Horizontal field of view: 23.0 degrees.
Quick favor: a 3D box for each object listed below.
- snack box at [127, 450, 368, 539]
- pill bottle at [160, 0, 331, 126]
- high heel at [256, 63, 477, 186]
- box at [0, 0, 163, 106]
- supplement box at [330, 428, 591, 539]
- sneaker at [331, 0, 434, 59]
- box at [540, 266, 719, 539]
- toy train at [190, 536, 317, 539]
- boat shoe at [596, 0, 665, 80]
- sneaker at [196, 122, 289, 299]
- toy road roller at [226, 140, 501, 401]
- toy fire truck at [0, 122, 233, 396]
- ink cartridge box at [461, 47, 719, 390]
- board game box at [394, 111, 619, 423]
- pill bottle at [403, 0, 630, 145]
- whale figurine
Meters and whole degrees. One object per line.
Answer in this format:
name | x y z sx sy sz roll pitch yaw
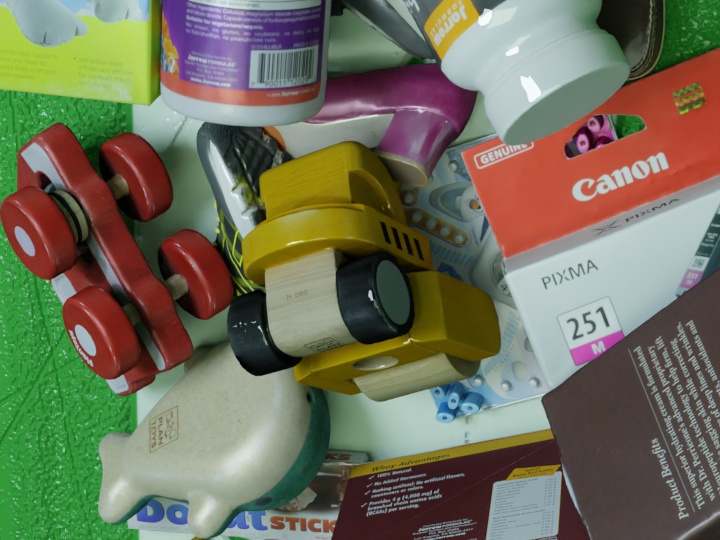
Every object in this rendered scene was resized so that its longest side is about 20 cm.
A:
snack box | -0.090 0.175 1.401 0.199 0.024 0.072 2 110 14
pill bottle | -0.071 -0.203 1.139 0.111 0.111 0.201 9 110 12
high heel | -0.015 -0.128 1.266 0.199 0.096 0.067 15 154 30
box | -0.186 -0.215 1.157 0.121 0.048 0.201 7 113 9
supplement box | 0.087 0.226 1.264 0.196 0.200 0.134 -12 110 13
sneaker | -0.027 -0.195 1.228 0.200 0.075 0.106 43 120 7
box | 0.261 0.120 1.178 0.200 0.167 0.164 -39 133 24
toy train | -0.077 0.287 1.422 0.199 0.056 0.151 2 110 14
boat shoe | 0.158 -0.218 1.161 0.072 0.072 0.201 -5 108 13
sneaker | -0.082 -0.019 1.285 0.084 0.075 0.201 -8 121 30
toy road roller | 0.000 0.000 1.225 0.122 0.200 0.147 -17 68 28
toy fire truck | -0.197 -0.004 1.304 0.201 0.112 0.168 59 151 -5
ink cartridge box | 0.190 -0.034 1.213 0.199 0.044 0.174 -22 105 6
board game box | 0.114 0.001 1.281 0.199 0.026 0.201 -16 104 20
pill bottle | 0.084 -0.189 1.136 0.116 0.116 0.201 -34 75 23
whale figurine | -0.109 0.136 1.346 0.199 0.160 0.104 -27 141 26
